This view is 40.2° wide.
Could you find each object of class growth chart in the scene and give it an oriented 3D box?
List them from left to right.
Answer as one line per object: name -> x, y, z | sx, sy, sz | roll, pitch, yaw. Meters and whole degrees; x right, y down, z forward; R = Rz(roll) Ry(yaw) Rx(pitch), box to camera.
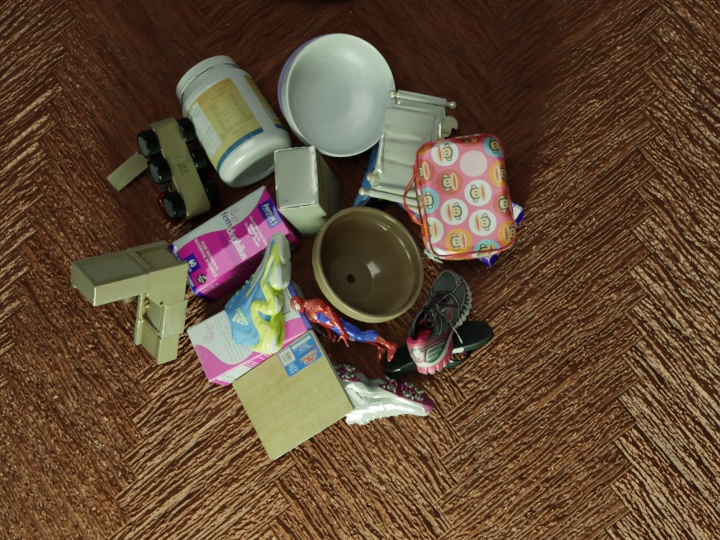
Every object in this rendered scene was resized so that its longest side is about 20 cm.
growth chart -> 0.087, -0.205, 1.657 | 0.144, 0.018, 0.202 | 16, 87, -21

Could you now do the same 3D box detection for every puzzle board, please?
puzzle board -> -0.114, 0.212, 1.668 | 0.199, 0.017, 0.152 | -35, 78, 28

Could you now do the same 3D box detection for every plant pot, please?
plant pot -> 0.000, 0.000, 1.672 | 0.199, 0.093, 0.203 | 10, 66, -24

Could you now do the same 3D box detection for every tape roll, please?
tape roll -> -0.044, -0.315, 1.765 | 0.198, 0.085, 0.202 | -2, 80, 10

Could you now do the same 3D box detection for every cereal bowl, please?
cereal bowl -> -0.044, -0.291, 1.655 | 0.198, 0.083, 0.202 | -1, 93, -22

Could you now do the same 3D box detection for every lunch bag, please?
lunch bag -> 0.158, -0.117, 1.614 | 0.174, 0.082, 0.202 | -7, 87, 1

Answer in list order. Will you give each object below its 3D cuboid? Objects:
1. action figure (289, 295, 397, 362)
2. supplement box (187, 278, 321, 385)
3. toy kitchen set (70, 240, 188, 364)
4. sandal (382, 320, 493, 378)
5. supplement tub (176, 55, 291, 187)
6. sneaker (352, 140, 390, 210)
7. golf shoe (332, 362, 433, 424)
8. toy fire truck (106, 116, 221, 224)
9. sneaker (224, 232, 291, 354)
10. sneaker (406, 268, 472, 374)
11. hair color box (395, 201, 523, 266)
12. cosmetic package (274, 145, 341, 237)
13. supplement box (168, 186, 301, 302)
action figure -> -0.033, 0.096, 1.639 | 0.199, 0.065, 0.052 | 34, 75, -19
supplement box -> -0.181, 0.108, 1.697 | 0.199, 0.103, 0.102 | -27, 76, 2
toy kitchen set -> -0.417, 0.049, 1.680 | 0.163, 0.179, 0.201 | 37, 128, 36
sandal -> 0.135, 0.138, 1.663 | 0.199, 0.076, 0.048 | -21, 120, 17
supplement tub -> -0.228, -0.266, 1.755 | 0.144, 0.145, 0.201 | -34, 75, 2
sneaker -> 0.040, -0.180, 1.739 | 0.078, 0.066, 0.201 | 35, 86, 26
golf shoe -> 0.023, 0.223, 1.666 | 0.198, 0.075, 0.092 | 14, 103, 11
toy fire truck -> -0.364, -0.166, 1.780 | 0.128, 0.200, 0.177 | -25, 97, -26
sneaker -> -0.174, 0.035, 1.621 | 0.104, 0.076, 0.202 | 3, 80, 11
sneaker -> 0.131, 0.073, 1.630 | 0.080, 0.075, 0.201 | -9, 43, 29
hair color box -> 0.170, -0.108, 1.699 | 0.199, 0.065, 0.110 | 33, 87, 16
cosmetic package -> -0.086, -0.130, 1.676 | 0.072, 0.200, 0.105 | -6, 79, 8
supplement box -> -0.217, -0.045, 1.726 | 0.199, 0.103, 0.102 | -32, 76, 1
